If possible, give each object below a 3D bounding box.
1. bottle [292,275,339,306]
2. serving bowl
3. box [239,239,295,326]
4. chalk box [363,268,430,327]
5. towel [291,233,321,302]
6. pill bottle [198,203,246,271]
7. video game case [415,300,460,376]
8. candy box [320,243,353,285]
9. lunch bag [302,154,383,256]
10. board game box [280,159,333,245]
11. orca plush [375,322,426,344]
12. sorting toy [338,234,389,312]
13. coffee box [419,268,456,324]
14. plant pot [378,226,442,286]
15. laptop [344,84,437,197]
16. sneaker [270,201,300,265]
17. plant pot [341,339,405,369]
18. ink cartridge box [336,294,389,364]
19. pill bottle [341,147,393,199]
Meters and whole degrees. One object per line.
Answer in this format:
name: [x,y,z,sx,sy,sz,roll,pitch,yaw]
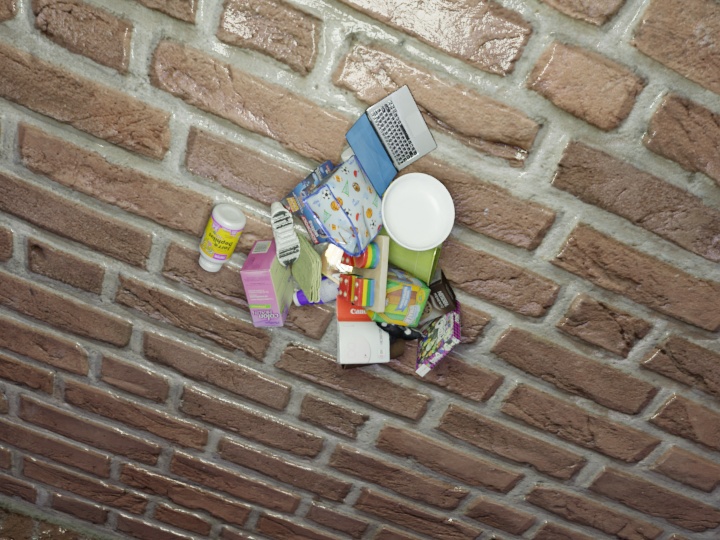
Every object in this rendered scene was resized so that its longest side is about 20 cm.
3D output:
bottle: [-0.120,0.061,1.790,0.196,0.065,0.085,-21,106,19]
serving bowl: [0.144,-0.148,1.486,0.195,0.066,0.206,2,82,-12]
box: [-0.280,0.037,1.732,0.094,0.177,0.204,-3,123,9]
chalk box: [0.115,0.077,1.635,0.195,0.124,0.127,9,110,-24]
towel: [-0.159,-0.009,1.680,0.036,0.200,0.152,-5,119,-25]
pill bottle: [-0.425,-0.094,1.713,0.102,0.105,0.202,26,122,-9]
video game case: [0.241,0.204,1.753,0.035,0.202,0.182,33,121,-12]
candy box: [-0.028,-0.001,1.700,0.198,0.055,0.117,35,93,-2]
lunch bag: [-0.028,-0.157,1.454,0.123,0.171,0.201,-22,113,45]
board game box: [-0.126,-0.182,1.589,0.197,0.062,0.204,-10,111,43]
orca plush: [0.108,0.187,1.716,0.198,0.105,0.072,27,96,-48]
sorting toy: [0.000,0.000,1.566,0.068,0.199,0.205,2,95,-24]
coffee box: [0.188,0.094,1.761,0.197,0.080,0.114,-25,115,21]
plant pot: [0.134,-0.080,1.612,0.186,0.201,0.204,16,124,10]
laptop: [0.084,-0.335,1.465,0.197,0.117,0.189,-29,116,10]
sneaker: [-0.223,-0.107,1.648,0.073,0.081,0.204,-16,129,-15]
plant pot: [0.041,0.223,1.820,0.194,0.189,0.191,2,124,-8]
ink cartridge box: [0.007,0.176,1.708,0.158,0.057,0.206,1,87,-19]
pill bottle: [0.028,-0.245,1.551,0.110,0.113,0.202,-20,118,19]
